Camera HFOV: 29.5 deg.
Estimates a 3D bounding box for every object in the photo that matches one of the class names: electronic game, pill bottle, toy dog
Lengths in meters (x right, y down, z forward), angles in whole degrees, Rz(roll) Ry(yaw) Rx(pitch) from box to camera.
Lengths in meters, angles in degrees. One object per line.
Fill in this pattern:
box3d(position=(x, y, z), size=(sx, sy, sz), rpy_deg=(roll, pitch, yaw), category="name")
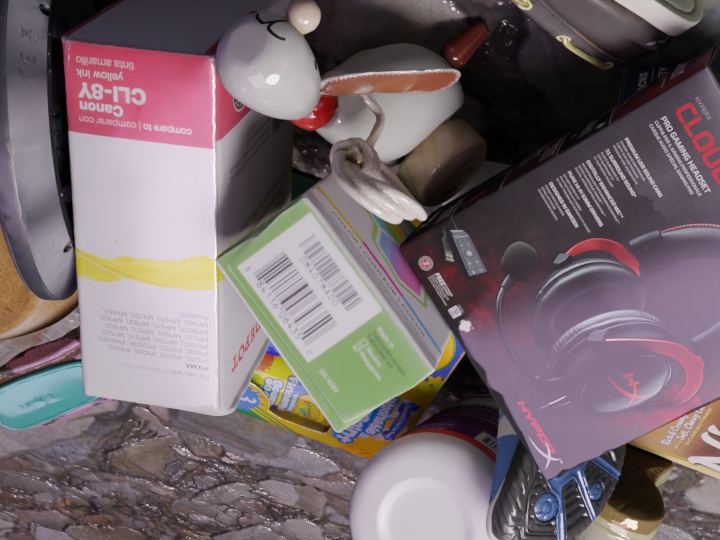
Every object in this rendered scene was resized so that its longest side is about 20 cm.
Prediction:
box3d(position=(-0.166, -0.084, 0.730), size=(0.041, 0.200, 0.200), rpy_deg=(-1, 141, 1), category="electronic game")
box3d(position=(0.076, 0.149, 0.937), size=(0.112, 0.200, 0.113), rpy_deg=(2, 96, 21), category="pill bottle")
box3d(position=(0.013, -0.102, 0.691), size=(0.132, 0.200, 0.096), rpy_deg=(38, 101, 3), category="toy dog")

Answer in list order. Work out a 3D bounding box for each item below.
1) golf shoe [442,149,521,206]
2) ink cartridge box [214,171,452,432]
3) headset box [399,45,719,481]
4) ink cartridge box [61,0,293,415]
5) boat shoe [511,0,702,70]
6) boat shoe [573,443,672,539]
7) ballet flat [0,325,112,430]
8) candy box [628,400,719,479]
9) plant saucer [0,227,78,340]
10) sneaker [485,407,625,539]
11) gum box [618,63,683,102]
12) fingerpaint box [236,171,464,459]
box3d(position=(0.114, 0.007, 0.790), size=(0.200, 0.095, 0.078), rpy_deg=(34, 158, 16), category="golf shoe")
box3d(position=(0.000, 0.000, 0.732), size=(0.059, 0.200, 0.104), rpy_deg=(-34, 94, 16), category="ink cartridge box")
box3d(position=(0.145, -0.007, 0.691), size=(0.200, 0.075, 0.149), rpy_deg=(-30, 96, 24), category="headset box")
box3d(position=(-0.092, -0.044, 0.738), size=(0.083, 0.145, 0.201), rpy_deg=(7, 116, 10), category="ink cartridge box")
box3d(position=(0.072, -0.161, 0.647), size=(0.201, 0.072, 0.061), rpy_deg=(31, 136, -23), category="boat shoe")
box3d(position=(0.168, 0.153, 0.922), size=(0.073, 0.201, 0.063), rpy_deg=(23, 103, 4), category="boat shoe")
box3d(position=(-0.159, 0.053, 0.908), size=(0.200, 0.071, 0.069), rpy_deg=(-16, 124, 19), category="ballet flat")
box3d(position=(0.277, 0.099, 0.915), size=(0.200, 0.055, 0.116), rpy_deg=(21, 144, -6), category="candy box")
box3d(position=(-0.271, -0.018, 0.877), size=(0.200, 0.035, 0.201), rpy_deg=(5, 132, 6), category="plant saucer")
box3d(position=(0.119, 0.086, 0.847), size=(0.077, 0.200, 0.076), rpy_deg=(-11, 134, 48), category="sneaker")
box3d(position=(0.257, -0.046, 0.748), size=(0.199, 0.045, 0.170), rpy_deg=(-4, 138, 24), category="gum box")
box3d(position=(-0.022, 0.038, 0.933), size=(0.166, 0.073, 0.200), rpy_deg=(21, 143, -6), category="fingerpaint box")
